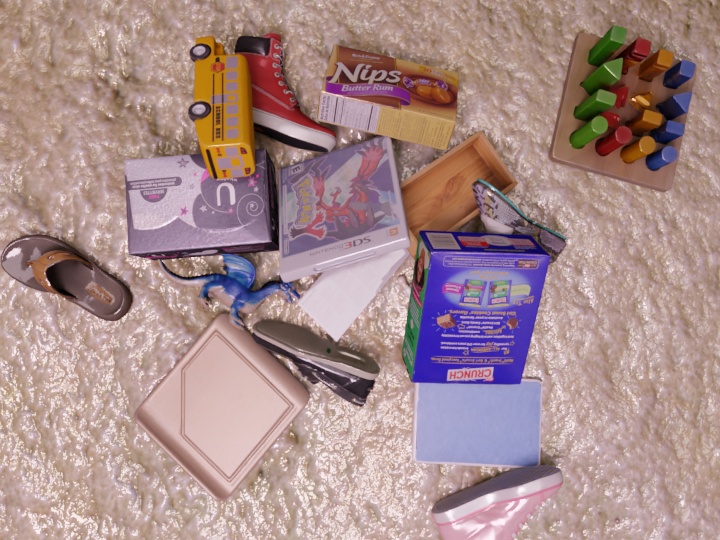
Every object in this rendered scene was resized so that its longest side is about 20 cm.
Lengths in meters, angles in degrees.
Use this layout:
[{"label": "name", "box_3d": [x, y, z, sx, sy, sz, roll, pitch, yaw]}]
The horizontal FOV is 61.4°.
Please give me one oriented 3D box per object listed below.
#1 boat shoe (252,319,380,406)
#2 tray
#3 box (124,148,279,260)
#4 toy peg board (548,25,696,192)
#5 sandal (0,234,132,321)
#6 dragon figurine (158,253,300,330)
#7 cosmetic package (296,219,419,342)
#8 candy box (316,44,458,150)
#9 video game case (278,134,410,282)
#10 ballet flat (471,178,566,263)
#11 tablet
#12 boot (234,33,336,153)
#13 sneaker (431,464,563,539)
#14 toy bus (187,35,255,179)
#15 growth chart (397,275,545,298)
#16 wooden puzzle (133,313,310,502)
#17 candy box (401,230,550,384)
[{"label": "boat shoe", "box_3d": [-0.072, 0.133, 0.878, 0.196, 0.072, 0.069, 24, 112, 5]}, {"label": "tray", "box_3d": [0.129, -0.112, 0.888, 0.198, 0.037, 0.100, -35, 85, -21]}, {"label": "box", "box_3d": [-0.219, -0.091, 0.860, 0.194, 0.115, 0.136, -4, 87, -3]}, {"label": "toy peg board", "box_3d": [0.409, -0.248, 0.905, 0.194, 0.098, 0.206, 15, 87, -1]}, {"label": "sandal", "box_3d": [-0.427, 0.011, 0.875, 0.197, 0.055, 0.083, 31, 86, 0]}, {"label": "dragon figurine", "box_3d": [-0.185, 0.016, 0.877, 0.197, 0.059, 0.101, 30, 68, -2]}, {"label": "cosmetic package", "box_3d": [0.000, 0.000, 0.895, 0.082, 0.051, 0.201, 41, 85, -2]}, {"label": "candy box", "box_3d": [0.042, -0.255, 0.886, 0.194, 0.057, 0.119, 13, 53, -3]}, {"label": "video game case", "box_3d": [-0.030, -0.092, 0.841, 0.177, 0.023, 0.204, -15, 51, 11]}, {"label": "ballet flat", "box_3d": [0.221, -0.057, 0.870, 0.198, 0.072, 0.074, 27, 85, -31]}, {"label": "tablet", "box_3d": [0.175, 0.224, 0.909, 0.194, 0.014, 0.134, 4, 86, -3]}, {"label": "boot", "box_3d": [-0.110, -0.269, 0.900, 0.196, 0.072, 0.148, 22, 85, 3]}, {"label": "sneaker", "box_3d": [0.208, 0.357, 0.869, 0.196, 0.075, 0.107, -23, 85, 7]}, {"label": "toy bus", "box_3d": [-0.185, -0.223, 0.811, 0.076, 0.066, 0.205, -6, 60, -3]}, {"label": "growth chart", "box_3d": [0.172, 0.029, 0.918, 0.197, 0.018, 0.147, -29, 89, -4]}, {"label": "wooden puzzle", "box_3d": [-0.200, 0.197, 0.887, 0.185, 0.037, 0.201, 42, 81, 1]}, {"label": "candy box", "box_3d": [0.153, 0.054, 0.840, 0.164, 0.077, 0.205, 2, 115, -8]}]
